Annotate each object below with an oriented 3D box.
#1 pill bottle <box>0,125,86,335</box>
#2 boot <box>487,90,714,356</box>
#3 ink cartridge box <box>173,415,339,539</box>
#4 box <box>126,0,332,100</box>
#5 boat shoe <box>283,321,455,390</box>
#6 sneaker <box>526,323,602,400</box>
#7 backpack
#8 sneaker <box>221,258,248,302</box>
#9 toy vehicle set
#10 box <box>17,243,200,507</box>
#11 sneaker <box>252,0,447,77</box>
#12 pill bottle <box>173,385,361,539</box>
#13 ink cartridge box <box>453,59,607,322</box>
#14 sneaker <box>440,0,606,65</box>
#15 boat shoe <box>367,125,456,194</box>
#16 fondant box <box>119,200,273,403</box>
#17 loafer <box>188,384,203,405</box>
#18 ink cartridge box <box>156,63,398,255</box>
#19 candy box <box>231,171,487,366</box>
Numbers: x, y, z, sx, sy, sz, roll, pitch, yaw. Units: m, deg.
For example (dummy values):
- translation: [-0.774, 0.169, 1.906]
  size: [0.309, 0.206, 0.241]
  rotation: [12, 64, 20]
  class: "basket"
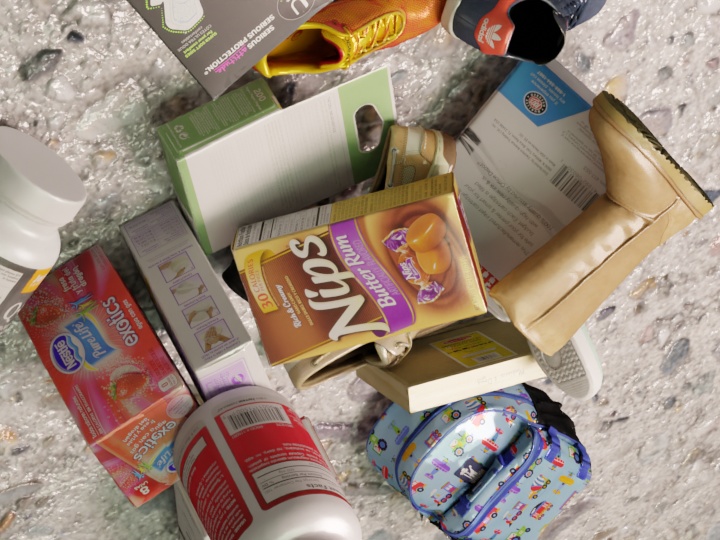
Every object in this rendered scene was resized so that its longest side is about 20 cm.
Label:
- translation: [-0.315, -0.010, 1.583]
  size: [0.116, 0.117, 0.200]
  rotation: [24, 112, -42]
  class: "pill bottle"
- translation: [0.190, -0.035, 1.689]
  size: [0.200, 0.066, 0.175]
  rotation: [-41, 124, 11]
  class: "boot"
- translation: [-0.101, 0.248, 1.930]
  size: [0.143, 0.084, 0.201]
  rotation: [-21, 150, -15]
  class: "ink cartridge box"
- translation: [-0.140, -0.257, 1.451]
  size: [0.124, 0.149, 0.200]
  rotation: [-38, 136, 2]
  class: "box"
- translation: [0.018, 0.065, 1.879]
  size: [0.198, 0.065, 0.072]
  rotation: [-15, 149, -17]
  class: "boat shoe"
- translation: [0.209, 0.024, 1.881]
  size: [0.117, 0.201, 0.074]
  rotation: [-13, 153, -30]
  class: "sneaker"
- translation: [0.115, 0.187, 2.007]
  size: [0.183, 0.135, 0.200]
  rotation: [-46, 134, 12]
  class: "backpack"
- translation: [-0.028, -0.008, 1.798]
  size: [0.199, 0.076, 0.091]
  rotation: [5, 114, -39]
  class: "sneaker"
- translation: [0.109, 0.085, 1.920]
  size: [0.198, 0.124, 0.027]
  rotation: [-13, 109, -21]
  class: "toy vehicle set"
- translation: [-0.208, 0.088, 1.671]
  size: [0.094, 0.200, 0.103]
  rotation: [-32, 138, -5]
  class: "box"
- translation: [-0.008, -0.197, 1.639]
  size: [0.198, 0.077, 0.073]
  rotation: [-18, 133, -20]
  class: "sneaker"
- translation: [-0.067, 0.195, 1.558]
  size: [0.111, 0.200, 0.113]
  rotation: [-16, 133, -18]
  class: "pill bottle"
- translation: [0.150, -0.077, 1.780]
  size: [0.200, 0.146, 0.086]
  rotation: [-50, 173, 17]
  class: "ink cartridge box"
- translation: [0.162, -0.217, 1.698]
  size: [0.199, 0.084, 0.075]
  rotation: [-17, 134, -41]
  class: "sneaker"
- translation: [0.014, -0.041, 1.732]
  size: [0.076, 0.072, 0.201]
  rotation: [13, 112, -20]
  class: "boat shoe"
- translation: [-0.133, 0.056, 1.691]
  size: [0.058, 0.200, 0.145]
  rotation: [-27, 136, -8]
  class: "fondant box"
- translation: [-0.174, 0.145, 1.820]
  size: [0.075, 0.070, 0.200]
  rotation: [-39, 151, 5]
  class: "loafer"
- translation: [-0.066, -0.107, 1.685]
  size: [0.199, 0.048, 0.146]
  rotation: [-27, 147, -11]
  class: "ink cartridge box"
- translation: [0.000, 0.000, 1.688]
  size: [0.198, 0.057, 0.118]
  rotation: [-14, 112, 9]
  class: "candy box"
